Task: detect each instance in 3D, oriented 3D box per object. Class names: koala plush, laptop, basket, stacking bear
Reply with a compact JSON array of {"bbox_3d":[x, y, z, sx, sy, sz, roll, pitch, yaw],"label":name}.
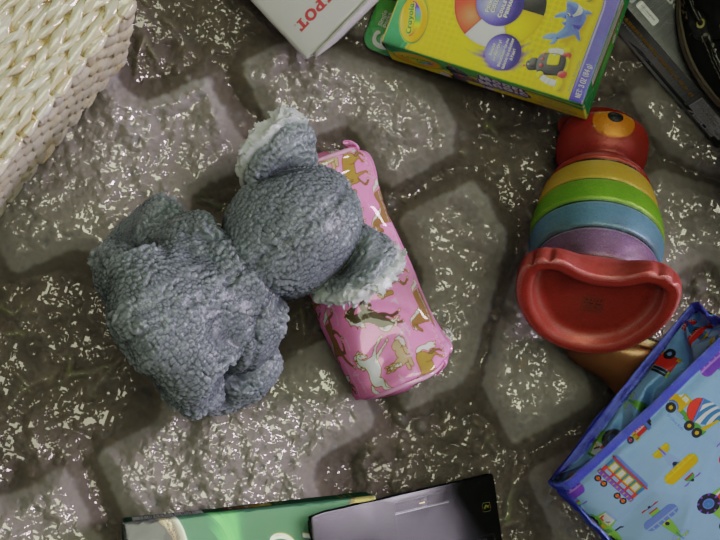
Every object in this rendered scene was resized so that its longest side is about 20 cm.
[{"bbox_3d":[-0.079,-0.004,1.114,0.199,0.184,0.178,-33,91,6],"label":"koala plush"},{"bbox_3d":[0.071,0.266,1.140,0.176,0.103,0.201,-7,89,-34],"label":"laptop"},{"bbox_3d":[-0.279,-0.159,1.115,0.161,0.200,0.199,38,79,-5],"label":"basket"},{"bbox_3d":[0.188,-0.047,1.210,0.121,0.114,0.201,8,53,3],"label":"stacking bear"}]

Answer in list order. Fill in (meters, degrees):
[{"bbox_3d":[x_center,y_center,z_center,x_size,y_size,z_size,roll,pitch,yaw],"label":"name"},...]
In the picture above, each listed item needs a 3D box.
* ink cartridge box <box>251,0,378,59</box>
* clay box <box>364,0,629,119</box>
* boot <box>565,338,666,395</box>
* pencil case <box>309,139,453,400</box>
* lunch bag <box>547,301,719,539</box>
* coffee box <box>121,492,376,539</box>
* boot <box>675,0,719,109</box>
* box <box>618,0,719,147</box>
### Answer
[{"bbox_3d":[-0.049,-0.289,1.197,0.200,0.084,0.145,48,117,-1],"label":"ink cartridge box"},{"bbox_3d":[0.105,-0.208,1.228,0.199,0.048,0.116,19,84,15],"label":"clay box"},{"bbox_3d":[0.232,0.142,1.237,0.199,0.077,0.156,25,83,-13],"label":"boot"},{"bbox_3d":[0.000,0.000,1.202,0.086,0.083,0.201,-22,86,-36],"label":"pencil case"},{"bbox_3d":[0.254,0.152,1.166,0.150,0.094,0.200,42,91,-12],"label":"lunch bag"},{"bbox_3d":[-0.080,0.240,1.175,0.199,0.044,0.124,-3,83,-11],"label":"coffee box"},{"bbox_3d":[0.303,-0.228,1.198,0.073,0.151,0.201,-11,84,-11],"label":"boot"},{"bbox_3d":[0.300,-0.230,1.301,0.158,0.048,0.200,-41,91,-12],"label":"box"}]
